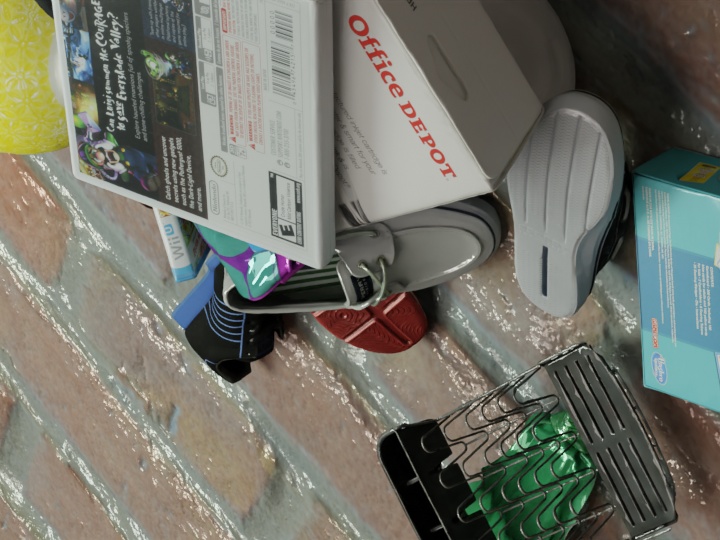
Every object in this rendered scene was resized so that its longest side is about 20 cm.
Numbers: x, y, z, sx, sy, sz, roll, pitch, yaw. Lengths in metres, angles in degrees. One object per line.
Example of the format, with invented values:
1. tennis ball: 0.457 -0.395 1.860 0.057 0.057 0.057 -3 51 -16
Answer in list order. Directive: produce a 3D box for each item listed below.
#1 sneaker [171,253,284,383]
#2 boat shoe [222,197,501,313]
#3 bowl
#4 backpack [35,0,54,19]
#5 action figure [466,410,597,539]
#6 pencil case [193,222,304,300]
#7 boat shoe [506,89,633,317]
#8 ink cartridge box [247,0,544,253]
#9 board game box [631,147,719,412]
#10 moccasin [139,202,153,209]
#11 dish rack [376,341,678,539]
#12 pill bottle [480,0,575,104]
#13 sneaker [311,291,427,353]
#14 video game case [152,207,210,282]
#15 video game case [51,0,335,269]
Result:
1. sneaker: -0.085 0.022 1.693 0.078 0.070 0.200 52 151 7
2. boat shoe: 0.000 0.000 1.497 0.198 0.067 0.074 -11 124 16
3. bowl: -0.219 -0.170 1.614 0.107 0.199 0.202 24 130 36
4. backpack: -0.152 -0.250 1.293 0.199 0.153 0.164 -23 88 40
5. action figure: 0.124 0.164 1.545 0.118 0.054 0.201 45 134 22
6. pencil case: -0.096 -0.080 1.416 0.201 0.085 0.092 55 169 -27
7. boat shoe: 0.134 -0.054 1.350 0.072 0.071 0.201 30 150 16
8. ink cartridge box: -0.014 -0.106 1.283 0.199 0.086 0.147 -14 118 40
9. board game box: 0.257 0.023 1.300 0.199 0.047 0.152 19 126 42
10. moccasin: -0.127 -0.115 1.654 0.078 0.073 0.202 54 134 23
11. dish rack: 0.117 0.143 1.474 0.199 0.054 0.154 -31 86 43
12. pill bottle: 0.036 -0.111 1.417 0.199 0.119 0.120 -23 95 54
13. sneaker: -0.023 -0.035 1.590 0.078 0.116 0.200 -34 116 29
14. video game case: -0.142 -0.106 1.534 0.018 0.143 0.202 -14 104 8
15. video game case: -0.097 -0.107 1.261 0.181 0.023 0.201 20 137 20
